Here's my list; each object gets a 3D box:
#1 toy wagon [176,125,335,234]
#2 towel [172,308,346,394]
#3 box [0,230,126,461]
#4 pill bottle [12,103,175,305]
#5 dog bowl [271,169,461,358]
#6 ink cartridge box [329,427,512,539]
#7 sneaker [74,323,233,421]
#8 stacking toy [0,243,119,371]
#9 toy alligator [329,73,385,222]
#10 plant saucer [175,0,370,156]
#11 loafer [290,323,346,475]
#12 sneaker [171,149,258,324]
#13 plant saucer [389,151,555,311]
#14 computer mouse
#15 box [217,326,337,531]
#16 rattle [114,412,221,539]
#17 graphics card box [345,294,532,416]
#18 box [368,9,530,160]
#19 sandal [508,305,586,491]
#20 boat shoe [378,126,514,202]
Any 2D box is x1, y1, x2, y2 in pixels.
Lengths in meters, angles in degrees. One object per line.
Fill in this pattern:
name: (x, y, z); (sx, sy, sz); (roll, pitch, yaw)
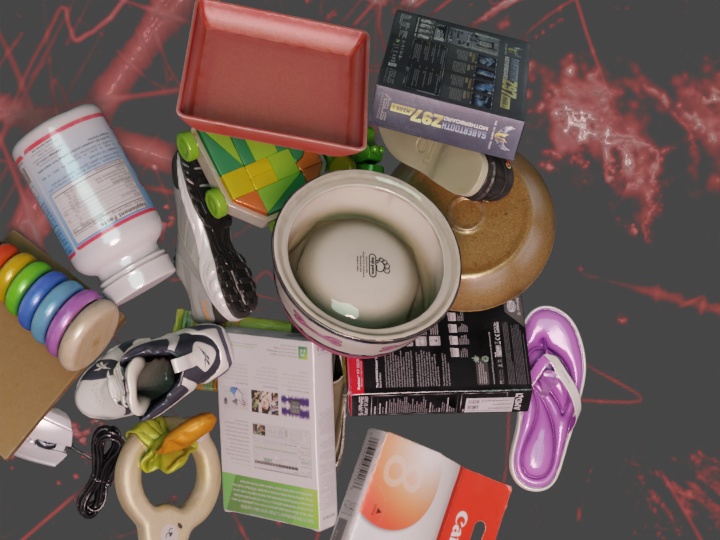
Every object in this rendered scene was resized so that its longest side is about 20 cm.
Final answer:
toy wagon: (-0.099, -0.109, 1.557); (0.154, 0.040, 0.202); (-25, 83, -26)
towel: (-0.112, 0.096, 1.600); (0.197, 0.018, 0.087); (6, 90, -1)
box: (-0.377, 0.079, 1.555); (0.163, 0.021, 0.201); (36, 71, 7)
pill bottle: (-0.282, -0.068, 1.554); (0.108, 0.109, 0.202); (-29, 90, -1)
dog bowl: (0.000, 0.000, 1.482); (0.197, 0.074, 0.203); (7, 58, -11)
ink cartridge box: (0.070, 0.278, 1.539); (0.198, 0.050, 0.164); (24, 80, -23)
sneaker: (-0.242, 0.117, 1.519); (0.197, 0.129, 0.081); (-14, 92, 22)
stacking toy: (-0.355, 0.019, 1.532); (0.199, 0.085, 0.086); (34, 89, 14)
toy alligator: (0.005, -0.114, 1.574); (0.054, 0.059, 0.203); (7, 89, 36)
plant saucer: (-0.090, -0.199, 1.534); (0.197, 0.037, 0.202); (10, 46, -8)
loafer: (-0.052, 0.131, 1.558); (0.074, 0.070, 0.203); (-2, 86, -2)
sneaker: (-0.177, -0.036, 1.575); (0.079, 0.074, 0.203); (-21, 77, 34)
plant saucer: (0.115, -0.057, 1.571); (0.197, 0.035, 0.203); (-1, 75, 3)
computer mouse: (-0.353, 0.181, 1.570); (0.198, 0.044, 0.111); (29, 114, 2)
box: (-0.090, 0.166, 1.538); (0.143, 0.036, 0.203); (4, 98, 39)
rattle: (-0.179, 0.255, 1.530); (0.141, 0.129, 0.203); (-7, 81, 37)
graphics card box: (0.082, 0.090, 1.558); (0.197, 0.051, 0.127); (-3, 54, -1)
box: (0.098, -0.199, 1.522); (0.155, 0.201, 0.052); (13, 124, 0)
sandal: (0.208, 0.142, 1.588); (0.081, 0.050, 0.206); (4, 89, -2)
boat shoe: (0.086, -0.136, 1.548); (0.201, 0.063, 0.074); (45, 113, 41)
